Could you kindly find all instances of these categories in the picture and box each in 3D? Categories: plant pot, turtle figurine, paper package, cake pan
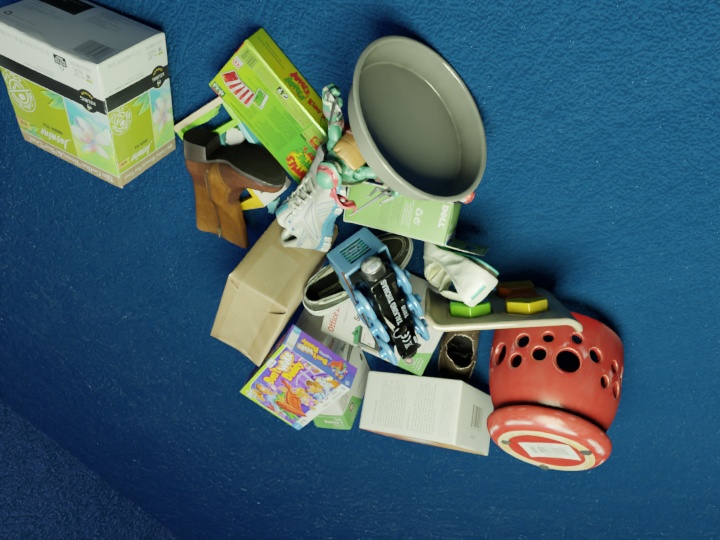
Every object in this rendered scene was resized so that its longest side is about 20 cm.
[{"bbox_3d":[0.288,0.184,0.819,0.196,0.185,0.202,15,147,10],"label":"plant pot"},{"bbox_3d":[0.001,-0.155,0.654,0.150,0.201,0.100,47,149,-13],"label":"turtle figurine"},{"bbox_3d":[-0.142,0.022,0.900,0.102,0.201,0.192,30,137,-1],"label":"paper package"},{"bbox_3d":[0.065,-0.169,0.624,0.200,0.202,0.037,43,145,-16],"label":"cake pan"}]

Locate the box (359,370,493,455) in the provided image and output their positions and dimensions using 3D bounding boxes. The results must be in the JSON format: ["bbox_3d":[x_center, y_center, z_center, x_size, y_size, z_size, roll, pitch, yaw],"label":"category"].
[{"bbox_3d":[0.123,0.262,0.997,0.197,0.109,0.152,-3,158,37],"label":"box"}]

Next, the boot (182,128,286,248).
[{"bbox_3d":[-0.201,-0.107,0.875,0.185,0.069,0.202,18,136,11],"label":"boot"}]

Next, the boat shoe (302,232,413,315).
[{"bbox_3d":[0.000,0.000,0.820,0.071,0.198,0.064,53,168,14],"label":"boat shoe"}]

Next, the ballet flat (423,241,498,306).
[{"bbox_3d":[0.123,0.000,0.758,0.068,0.200,0.071,-3,104,-13],"label":"ballet flat"}]

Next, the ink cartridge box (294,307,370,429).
[{"bbox_3d":[-0.061,0.183,1.045,0.083,0.147,0.202,-1,130,25],"label":"ink cartridge box"}]

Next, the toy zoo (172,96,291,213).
[{"bbox_3d":[-0.198,-0.174,0.877,0.129,0.021,0.201,-14,122,35],"label":"toy zoo"}]

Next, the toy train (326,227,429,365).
[{"bbox_3d":[0.030,0.042,0.749,0.114,0.086,0.202,48,168,45],"label":"toy train"}]

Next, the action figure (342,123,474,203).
[{"bbox_3d":[0.066,-0.143,0.740,0.197,0.066,0.052,25,120,2],"label":"action figure"}]

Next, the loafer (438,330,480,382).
[{"bbox_3d":[0.167,0.145,0.948,0.072,0.072,0.203,12,135,16],"label":"loafer"}]

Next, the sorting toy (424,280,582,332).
[{"bbox_3d":[0.189,0.045,0.757,0.195,0.185,0.037,1,100,8],"label":"sorting toy"}]

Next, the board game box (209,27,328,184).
[{"bbox_3d":[-0.107,-0.222,0.768,0.101,0.048,0.200,-26,115,41],"label":"board game box"}]

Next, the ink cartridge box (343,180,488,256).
[{"bbox_3d":[0.085,-0.077,0.754,0.196,0.104,0.061,16,101,14],"label":"ink cartridge box"}]

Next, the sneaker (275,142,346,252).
[{"bbox_3d":[-0.075,-0.092,0.762,0.085,0.076,0.202,-6,143,-19],"label":"sneaker"}]

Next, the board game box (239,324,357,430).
[{"bbox_3d":[-0.112,0.192,0.940,0.133,0.045,0.200,35,134,-9],"label":"board game box"}]

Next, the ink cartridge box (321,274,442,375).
[{"bbox_3d":[0.041,0.072,0.924,0.197,0.085,0.148,22,136,6],"label":"ink cartridge box"}]

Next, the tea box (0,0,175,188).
[{"bbox_3d":[-0.399,-0.268,0.800,0.197,0.134,0.199,25,138,12],"label":"tea box"}]
